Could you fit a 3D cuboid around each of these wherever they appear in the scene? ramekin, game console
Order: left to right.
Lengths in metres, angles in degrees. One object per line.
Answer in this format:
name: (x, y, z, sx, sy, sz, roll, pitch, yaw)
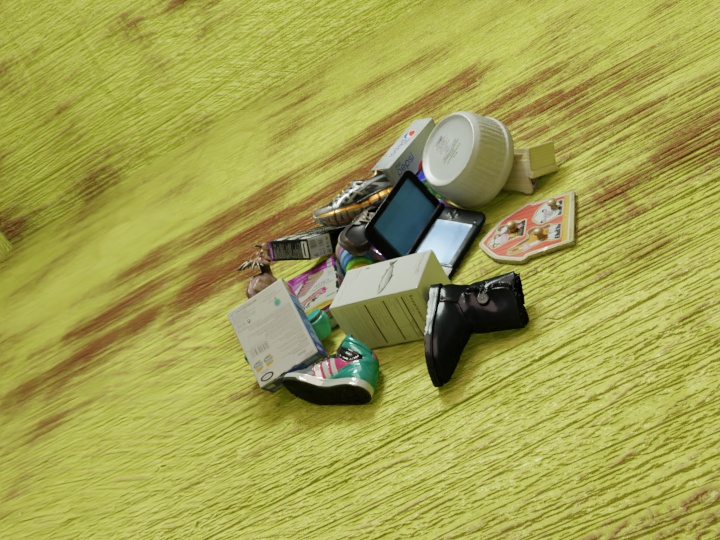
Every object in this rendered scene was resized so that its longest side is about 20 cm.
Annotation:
game console: (0.133, -0.091, 1.613, 0.169, 0.119, 0.201, 12, 55, 35)
ramekin: (0.222, -0.242, 1.701, 0.199, 0.104, 0.204, -24, 59, 48)

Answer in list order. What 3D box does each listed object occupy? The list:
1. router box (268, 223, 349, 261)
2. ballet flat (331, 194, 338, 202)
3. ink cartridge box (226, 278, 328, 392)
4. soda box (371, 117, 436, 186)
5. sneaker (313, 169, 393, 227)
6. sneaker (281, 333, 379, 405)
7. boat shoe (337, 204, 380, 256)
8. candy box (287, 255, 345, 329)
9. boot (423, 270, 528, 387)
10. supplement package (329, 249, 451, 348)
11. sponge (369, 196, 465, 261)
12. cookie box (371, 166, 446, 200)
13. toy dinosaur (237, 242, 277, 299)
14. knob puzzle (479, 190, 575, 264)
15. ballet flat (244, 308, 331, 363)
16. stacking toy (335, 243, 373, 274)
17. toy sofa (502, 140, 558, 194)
router box: (-0.095, -0.069, 1.864, 0.198, 0.052, 0.148, -19, 13, -42)
ballet flat: (0.024, -0.140, 1.855, 0.196, 0.072, 0.071, 5, 38, 13)
ink cartridge box: (-0.155, 0.141, 1.538, 0.135, 0.076, 0.202, -32, 69, 7)
soda box: (0.113, -0.273, 1.874, 0.063, 0.069, 0.201, 0, 42, 47)
sneaker: (-0.018, -0.161, 1.804, 0.197, 0.078, 0.078, -22, -16, -2)
sneaker: (-0.045, 0.175, 1.453, 0.197, 0.084, 0.122, -2, 44, 34)
boat shoe: (0.010, -0.097, 1.725, 0.074, 0.074, 0.200, -63, -6, 30)
candy box: (-0.095, 0.063, 1.722, 0.135, 0.061, 0.201, -29, 27, 9)
boot: (0.196, 0.094, 1.331, 0.165, 0.077, 0.202, -9, 49, 21)
supplement package: (0.062, 0.058, 1.495, 0.198, 0.118, 0.118, -14, 31, 32)
sponge: (0.126, -0.080, 1.709, 0.111, 0.030, 0.200, 30, 64, 34)
cookie box: (0.118, -0.211, 1.926, 0.198, 0.076, 0.172, -19, 30, 27)
toy dinosaur: (-0.233, 0.037, 1.834, 0.085, 0.136, 0.201, -25, 28, 15)
knob puzzle: (0.319, -0.083, 1.545, 0.217, 0.031, 0.221, -26, 28, 15)
ballet flat: (-0.142, 0.155, 1.612, 0.198, 0.071, 0.067, -31, 16, 11)
stacking toy: (0.000, 0.000, 1.709, 0.085, 0.086, 0.201, -29, 31, 6)
toy sofa: (0.331, -0.228, 1.735, 0.082, 0.099, 0.199, -18, 17, -31)
